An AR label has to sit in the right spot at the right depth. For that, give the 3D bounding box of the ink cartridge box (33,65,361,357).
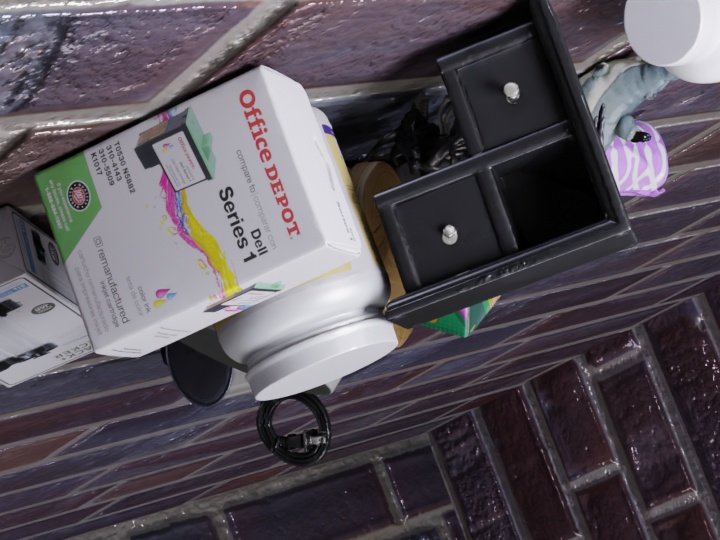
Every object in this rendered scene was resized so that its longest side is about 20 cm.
[{"bbox_3d":[-0.119,-0.042,1.352,0.198,0.146,0.084,-24,169,14],"label":"ink cartridge box"}]

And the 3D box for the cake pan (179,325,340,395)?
[{"bbox_3d":[-0.099,0.063,1.673,0.198,0.037,0.200,21,167,5],"label":"cake pan"}]

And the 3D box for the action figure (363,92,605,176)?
[{"bbox_3d":[0.105,-0.121,1.545,0.198,0.103,0.119,4,180,5],"label":"action figure"}]

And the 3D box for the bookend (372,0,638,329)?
[{"bbox_3d":[0.090,-0.084,1.429,0.197,0.202,0.092,-20,170,10],"label":"bookend"}]

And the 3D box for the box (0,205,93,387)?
[{"bbox_3d":[-0.286,0.026,1.496,0.116,0.061,0.200,-22,159,7],"label":"box"}]

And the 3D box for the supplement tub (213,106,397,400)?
[{"bbox_3d":[-0.061,-0.013,1.456,0.144,0.202,0.145,-20,169,-4],"label":"supplement tub"}]

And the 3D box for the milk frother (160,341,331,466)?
[{"bbox_3d":[-0.115,0.126,2.046,0.187,0.202,0.180,-11,169,-43],"label":"milk frother"}]

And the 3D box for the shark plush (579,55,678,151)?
[{"bbox_3d":[0.246,-0.150,1.696,0.199,0.084,0.091,-28,167,32],"label":"shark plush"}]

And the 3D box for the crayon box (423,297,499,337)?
[{"bbox_3d":[0.110,-0.046,1.643,0.058,0.120,0.200,14,-143,23],"label":"crayon box"}]

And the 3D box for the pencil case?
[{"bbox_3d":[0.228,-0.100,1.905,0.198,0.086,0.084,-16,170,-31],"label":"pencil case"}]

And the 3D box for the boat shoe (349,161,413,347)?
[{"bbox_3d":[0.003,-0.015,1.576,0.074,0.069,0.201,-53,148,-36],"label":"boat shoe"}]

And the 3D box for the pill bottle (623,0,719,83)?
[{"bbox_3d":[0.297,-0.204,1.476,0.199,0.105,0.104,-11,165,-46],"label":"pill bottle"}]

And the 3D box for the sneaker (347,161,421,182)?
[{"bbox_3d":[-0.006,-0.054,1.713,0.077,0.079,0.199,-21,172,42],"label":"sneaker"}]
